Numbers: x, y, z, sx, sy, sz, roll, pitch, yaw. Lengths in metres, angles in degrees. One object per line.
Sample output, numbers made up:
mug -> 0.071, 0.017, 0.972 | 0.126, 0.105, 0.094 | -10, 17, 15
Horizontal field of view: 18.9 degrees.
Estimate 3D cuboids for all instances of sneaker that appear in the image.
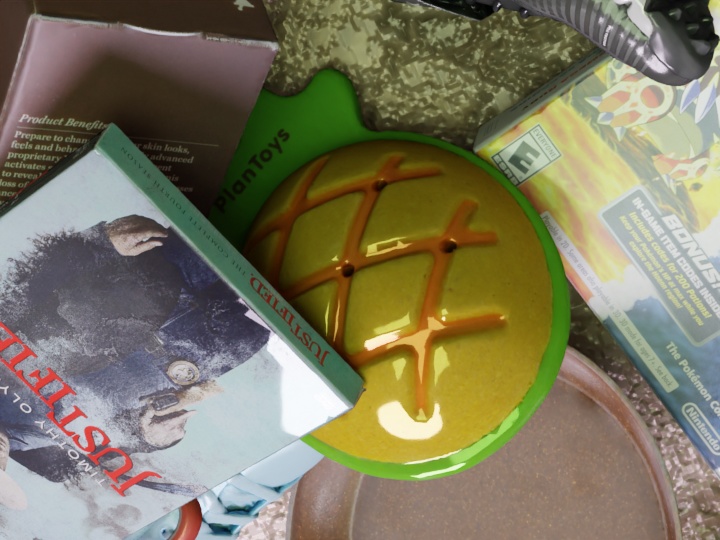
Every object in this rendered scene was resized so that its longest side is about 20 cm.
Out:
sneaker -> -0.082, 0.120, 0.965 | 0.200, 0.074, 0.082 | -32, 58, 27
sneaker -> 0.054, -0.131, 0.870 | 0.200, 0.066, 0.091 | 43, 121, 11

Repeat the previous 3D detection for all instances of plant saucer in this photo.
plant saucer -> 0.056, 0.122, 0.936 | 0.200, 0.034, 0.201 | -3, 85, 36

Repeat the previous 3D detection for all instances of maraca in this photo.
maraca -> 0.000, 0.000, 0.899 | 0.137, 0.107, 0.200 | -48, 62, 1

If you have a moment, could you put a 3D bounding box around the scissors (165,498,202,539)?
scissors -> -0.152, 0.093, 0.965 | 0.200, 0.014, 0.073 | -3, 78, 30

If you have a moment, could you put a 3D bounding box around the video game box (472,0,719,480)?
video game box -> 0.178, -0.027, 0.903 | 0.182, 0.047, 0.200 | -36, 99, 15

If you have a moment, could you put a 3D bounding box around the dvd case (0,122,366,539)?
dvd case -> -0.117, 0.042, 0.864 | 0.200, 0.022, 0.146 | -30, 112, 34

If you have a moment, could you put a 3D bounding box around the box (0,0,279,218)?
box -> -0.116, -0.043, 0.883 | 0.100, 0.075, 0.200 | 5, 134, -25
